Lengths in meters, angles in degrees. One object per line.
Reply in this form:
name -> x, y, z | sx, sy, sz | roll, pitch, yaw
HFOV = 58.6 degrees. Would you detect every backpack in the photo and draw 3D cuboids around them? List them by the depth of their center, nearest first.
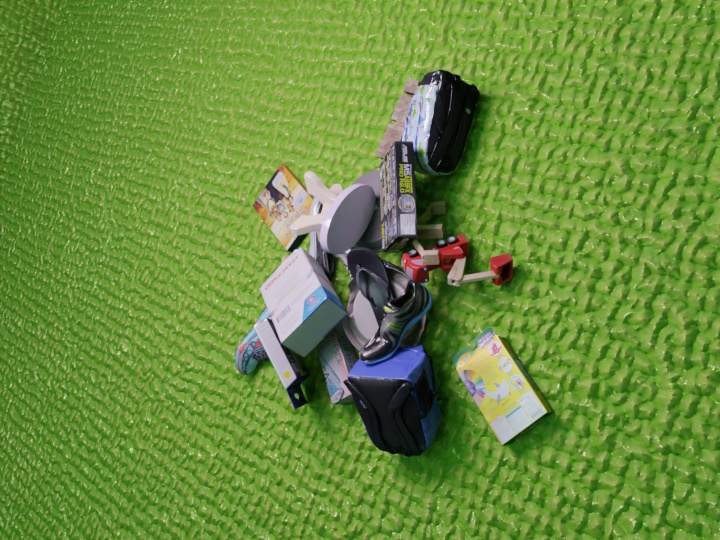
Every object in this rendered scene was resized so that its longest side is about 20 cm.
backpack -> 0.089, 0.264, 1.304 | 0.160, 0.167, 0.204 | 0, 116, 36
backpack -> 0.169, -0.307, 1.397 | 0.152, 0.161, 0.205 | -2, 85, 43

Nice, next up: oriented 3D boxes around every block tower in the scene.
block tower -> 0.102, -0.340, 1.501 | 0.053, 0.057, 0.204 | 25, 95, 37

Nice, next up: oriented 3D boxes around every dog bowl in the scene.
dog bowl -> 0.056, 0.089, 1.398 | 0.196, 0.058, 0.205 | 3, 98, 22

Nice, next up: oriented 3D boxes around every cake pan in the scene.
cake pan -> 0.035, -0.148, 1.517 | 0.197, 0.036, 0.205 | -9, 74, 34

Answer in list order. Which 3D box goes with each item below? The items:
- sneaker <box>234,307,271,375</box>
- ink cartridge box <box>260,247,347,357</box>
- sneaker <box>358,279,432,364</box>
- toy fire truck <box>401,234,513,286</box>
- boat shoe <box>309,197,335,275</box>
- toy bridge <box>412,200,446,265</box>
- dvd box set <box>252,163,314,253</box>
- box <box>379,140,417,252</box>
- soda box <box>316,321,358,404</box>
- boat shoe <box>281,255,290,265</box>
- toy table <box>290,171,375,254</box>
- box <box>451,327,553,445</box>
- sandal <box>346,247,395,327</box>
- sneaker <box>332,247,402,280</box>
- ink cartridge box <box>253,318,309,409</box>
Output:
sneaker -> -0.243, 0.189, 1.613 | 0.095, 0.079, 0.202 | 39, 102, 33
ink cartridge box -> -0.133, 0.068, 1.448 | 0.144, 0.084, 0.201 | -43, 42, 10
sneaker -> 0.061, 0.101, 1.286 | 0.200, 0.083, 0.070 | -49, 31, -9
toy fire truck -> 0.196, -0.008, 1.312 | 0.196, 0.049, 0.142 | -18, 39, -10
boat shoe -> -0.083, -0.086, 1.576 | 0.070, 0.072, 0.205 | 1, 90, 26
toy bridge -> 0.142, -0.083, 1.356 | 0.066, 0.028, 0.202 | -3, 39, 15
dvd box set -> -0.193, -0.165, 1.688 | 0.147, 0.029, 0.201 | -51, 55, 15
box -> 0.078, -0.153, 1.373 | 0.043, 0.160, 0.205 | 0, 80, -10
soda box -> -0.051, 0.203, 1.481 | 0.068, 0.063, 0.203 | -31, 62, 25
boat shoe -> -0.132, 0.042, 1.577 | 0.064, 0.071, 0.203 | -33, 71, 19
toy table -> -0.064, -0.129, 1.448 | 0.115, 0.199, 0.187 | 16, 125, 30
box -> 0.272, 0.223, 1.256 | 0.117, 0.048, 0.202 | -42, 61, 21
sandal -> 0.033, 0.041, 1.347 | 0.075, 0.043, 0.203 | -31, 84, 23
sneaker -> 0.000, 0.000, 1.486 | 0.198, 0.076, 0.087 | 27, 99, 37
ink cartridge box -> -0.165, 0.210, 1.467 | 0.046, 0.198, 0.202 | -30, 82, -1
